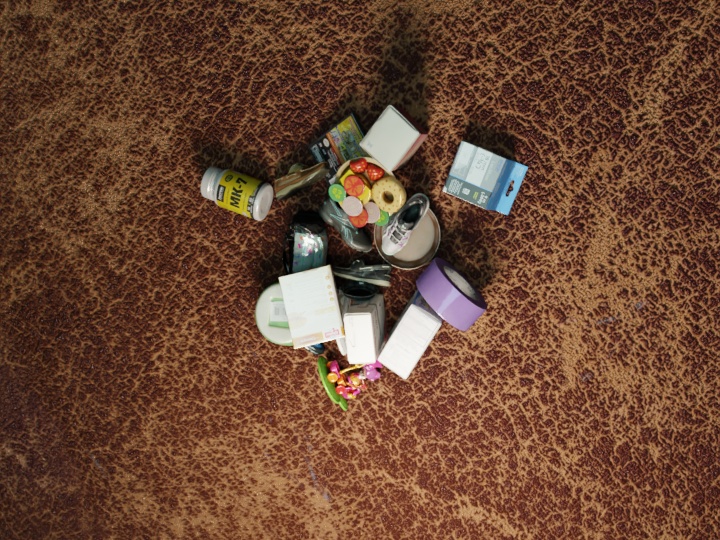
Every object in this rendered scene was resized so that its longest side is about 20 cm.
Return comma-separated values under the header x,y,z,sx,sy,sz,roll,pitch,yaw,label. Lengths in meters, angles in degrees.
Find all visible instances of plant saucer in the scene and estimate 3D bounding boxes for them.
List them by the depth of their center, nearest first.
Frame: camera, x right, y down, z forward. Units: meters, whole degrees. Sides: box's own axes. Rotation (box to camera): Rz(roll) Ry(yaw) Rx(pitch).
x,y,z,sx,sy,sz,roll,pitch,yaw,label
0.137,-0.107,1.598,0.194,0.034,0.207,3,102,13,plant saucer

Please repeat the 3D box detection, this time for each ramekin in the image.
x,y,z,sx,sy,sz,roll,pitch,yaw,label
-0.222,0.127,1.644,0.193,0.098,0.207,0,88,8,ramekin

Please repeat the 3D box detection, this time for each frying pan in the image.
x,y,z,sx,sy,sz,roll,pitch,yaw,label
-0.038,0.064,1.615,0.185,0.115,0.032,-7,114,-20,frying pan

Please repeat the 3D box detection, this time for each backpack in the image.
x,y,z,sx,sy,sz,roll,pitch,yaw,label
-0.158,-0.060,1.621,0.123,0.167,0.206,8,111,6,backpack

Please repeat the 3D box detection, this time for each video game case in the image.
x,y,z,sx,sy,sz,roll,pitch,yaw,label
-0.038,-0.316,1.577,0.178,0.025,0.204,-27,95,32,video game case

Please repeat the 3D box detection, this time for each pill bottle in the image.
x,y,z,sx,sy,sz,roll,pitch,yaw,label
-0.372,-0.236,1.651,0.195,0.114,0.117,19,107,9,pill bottle

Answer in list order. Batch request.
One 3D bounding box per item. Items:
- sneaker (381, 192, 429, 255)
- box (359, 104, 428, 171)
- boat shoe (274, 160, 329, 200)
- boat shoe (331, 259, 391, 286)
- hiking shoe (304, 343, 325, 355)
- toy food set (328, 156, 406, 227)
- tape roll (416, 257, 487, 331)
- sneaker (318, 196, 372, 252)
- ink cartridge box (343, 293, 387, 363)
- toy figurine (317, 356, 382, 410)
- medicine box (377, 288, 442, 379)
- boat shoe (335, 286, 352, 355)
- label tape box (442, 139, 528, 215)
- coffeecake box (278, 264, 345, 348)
x,y,z,sx,sy,sz,roll,pitch,yaw,label
0.113,-0.122,1.509,0.077,0.140,0.203,33,108,3,sneaker
0.095,-0.351,1.464,0.109,0.200,0.128,42,109,2,box
-0.182,-0.277,1.609,0.196,0.075,0.076,-24,87,26,boat shoe
0.000,0.000,1.641,0.194,0.072,0.070,8,88,21,boat shoe
-0.168,0.172,1.714,0.086,0.074,0.202,-37,92,19,hiking shoe
0.016,-0.212,1.504,0.199,0.049,0.197,41,127,-11,toy food set
0.253,0.064,1.522,0.199,0.200,0.085,43,108,1,tape roll
-0.033,-0.137,1.598,0.199,0.076,0.079,42,121,-7,sneaker
0.018,0.167,1.601,0.080,0.200,0.151,-3,103,13,ink cartridge box
-0.010,0.320,1.694,0.180,0.151,0.203,-25,118,8,toy figurine
0.151,0.175,1.580,0.102,0.182,0.203,32,108,3,medicine box
-0.048,0.150,1.662,0.063,0.075,0.209,-6,75,6,boat shoe
0.341,-0.252,1.499,0.195,0.063,0.148,23,108,8,label tape box
-0.134,0.100,1.546,0.149,0.073,0.206,-12,91,2,coffeecake box
